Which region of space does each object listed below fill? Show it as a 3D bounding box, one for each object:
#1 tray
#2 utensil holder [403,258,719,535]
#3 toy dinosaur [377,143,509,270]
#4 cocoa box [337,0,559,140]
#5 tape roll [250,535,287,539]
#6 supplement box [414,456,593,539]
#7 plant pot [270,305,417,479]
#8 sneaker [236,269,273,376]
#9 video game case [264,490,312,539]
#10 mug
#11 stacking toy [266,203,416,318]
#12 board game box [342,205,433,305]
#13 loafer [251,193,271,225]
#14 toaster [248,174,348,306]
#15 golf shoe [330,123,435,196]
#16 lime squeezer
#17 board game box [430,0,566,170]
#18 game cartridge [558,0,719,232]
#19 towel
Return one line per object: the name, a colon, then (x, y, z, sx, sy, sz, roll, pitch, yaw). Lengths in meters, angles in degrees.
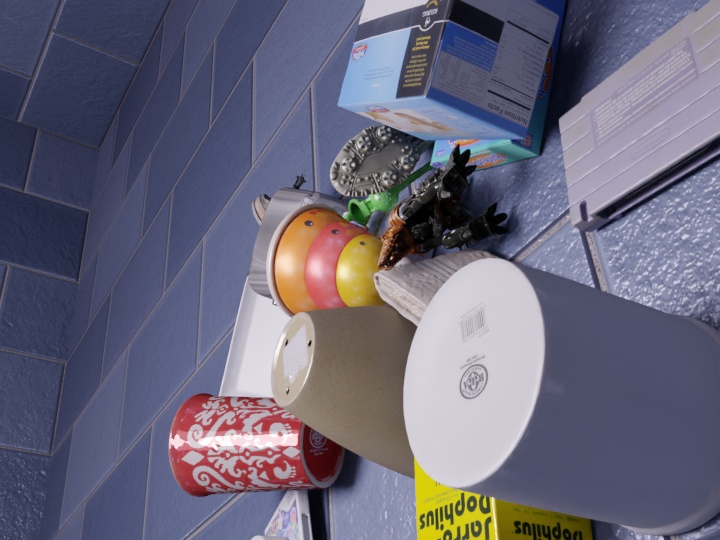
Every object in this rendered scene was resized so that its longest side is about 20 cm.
tray: (-0.145, 0.112, 1.302, 0.022, 0.106, 0.203, 49, -128, -75)
utensil holder: (0.154, 0.094, 0.614, 0.170, 0.198, 0.172, -37, 44, 48)
toy dinosaur: (0.078, -0.052, 0.918, 0.135, 0.102, 0.201, -22, 37, 42)
cocoa box: (0.085, -0.218, 0.891, 0.199, 0.132, 0.133, 16, 90, 62)
tape roll: (-0.121, 0.441, 1.066, 0.202, 0.037, 0.206, -170, 90, -70)
supplement box: (0.119, 0.216, 0.708, 0.109, 0.108, 0.202, -39, 43, 47)
plant pot: (0.016, 0.110, 0.864, 0.187, 0.198, 0.189, -40, 41, 47)
sneaker: (-0.161, 0.096, 1.370, 0.093, 0.069, 0.203, 113, 160, -80)
video game case: (-0.089, 0.391, 1.077, 0.201, 0.018, 0.144, -102, 29, -44)
mug: (-0.121, 0.212, 1.101, 0.198, 0.135, 0.178, -8, 24, 30)
stacking toy: (0.000, 0.000, 0.987, 0.198, 0.145, 0.148, 8, 82, 43)
board game box: (0.015, 0.020, 1.087, 0.199, 0.041, 0.203, 1, 76, 62)
loafer: (-0.121, -0.072, 1.383, 0.063, 0.072, 0.201, -46, 41, 14)
toaster: (-0.079, -0.040, 1.226, 0.129, 0.113, 0.202, 11, 82, 59)
golf shoe: (0.039, -0.151, 1.044, 0.199, 0.079, 0.097, -36, 6, -18)
lime squeezer: (0.016, -0.090, 1.067, 0.199, 0.038, 0.071, -31, 22, 30)
board game box: (0.155, -0.219, 0.955, 0.152, 0.045, 0.203, -4, 72, 61)
game cartridge: (0.256, -0.133, 0.732, 0.200, 0.038, 0.131, -37, 40, 49)
towel: (0.109, 0.025, 0.822, 0.200, 0.131, 0.035, -144, 45, -63)
